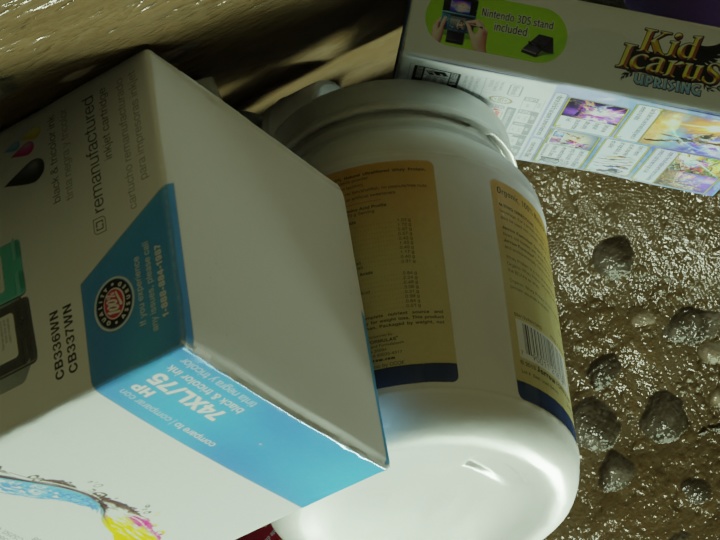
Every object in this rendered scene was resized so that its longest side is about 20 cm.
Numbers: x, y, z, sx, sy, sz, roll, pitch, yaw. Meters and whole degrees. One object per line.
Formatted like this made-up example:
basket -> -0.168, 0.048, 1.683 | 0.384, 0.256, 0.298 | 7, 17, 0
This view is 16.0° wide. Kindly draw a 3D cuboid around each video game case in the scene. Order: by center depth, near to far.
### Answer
video game case -> 0.106, -0.089, 1.264 | 0.180, 0.046, 0.200 | 12, 172, -1

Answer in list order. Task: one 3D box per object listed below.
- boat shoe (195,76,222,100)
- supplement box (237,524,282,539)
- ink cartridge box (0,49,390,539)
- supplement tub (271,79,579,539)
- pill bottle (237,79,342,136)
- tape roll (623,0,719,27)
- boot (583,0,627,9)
boat shoe -> -0.118, -0.032, 1.233 | 0.072, 0.060, 0.200 | -25, 178, -38
supplement box -> -0.028, 0.140, 1.580 | 0.109, 0.200, 0.061 | -49, 156, 1
ink cartridge box -> -0.117, 0.037, 1.078 | 0.200, 0.147, 0.146 | -27, 143, 24
supplement tub -> 0.021, 0.026, 1.184 | 0.144, 0.201, 0.145 | -3, 144, -2
pill bottle -> -0.082, -0.014, 1.353 | 0.199, 0.115, 0.114 | -27, 178, 19
tape roll -> 0.233, -0.170, 1.318 | 0.200, 0.066, 0.200 | -28, 174, -3
boot -> 0.154, -0.141, 1.661 | 0.181, 0.073, 0.200 | -12, 169, -8
